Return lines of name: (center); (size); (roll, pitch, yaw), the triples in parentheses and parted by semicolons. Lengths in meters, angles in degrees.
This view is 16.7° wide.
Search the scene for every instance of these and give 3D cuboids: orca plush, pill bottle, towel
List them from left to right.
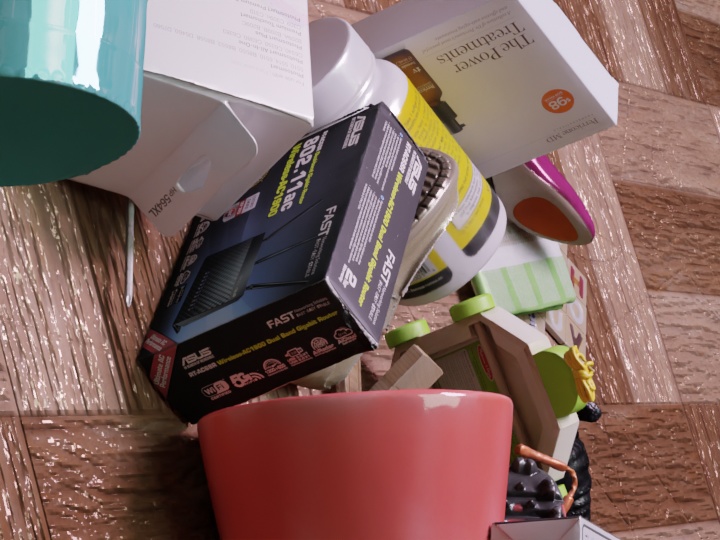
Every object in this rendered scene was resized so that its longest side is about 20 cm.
pill bottle: (0.009, -0.079, 1.770); (0.200, 0.114, 0.115); (51, 32, -30)
towel: (0.102, -0.057, 2.008); (0.149, 0.031, 0.201); (-8, 77, -56)
orca plush: (0.156, 0.131, 1.928); (0.105, 0.071, 0.201); (-14, 83, -63)

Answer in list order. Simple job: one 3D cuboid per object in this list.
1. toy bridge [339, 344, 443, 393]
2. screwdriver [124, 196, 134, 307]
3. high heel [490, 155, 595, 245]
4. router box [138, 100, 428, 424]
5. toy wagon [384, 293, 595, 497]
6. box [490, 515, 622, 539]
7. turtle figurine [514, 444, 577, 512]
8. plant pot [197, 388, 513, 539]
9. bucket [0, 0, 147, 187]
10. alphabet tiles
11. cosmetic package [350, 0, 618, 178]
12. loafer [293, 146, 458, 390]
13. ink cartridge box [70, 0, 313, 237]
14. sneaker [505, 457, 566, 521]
toy bridge: (0.025, 0.084, 1.674); (0.027, 0.067, 0.200); (45, 1, -37)
screwdriver: (-0.143, -0.062, 1.567); (0.028, 0.029, 0.201); (38, 34, -44)
high heel: (0.128, -0.106, 1.982); (0.200, 0.067, 0.096); (42, 50, -28)
router box: (-0.047, -0.007, 1.576); (0.062, 0.149, 0.200); (52, 31, -26)
toy wagon: (0.098, 0.095, 1.712); (0.039, 0.200, 0.156); (-18, 86, -45)
box: (0.146, 0.230, 1.519); (0.200, 0.060, 0.117); (32, 56, -58)
turtle figurine: (0.049, 0.200, 1.653); (0.064, 0.199, 0.162); (176, -88, -76)
plant pot: (0.002, 0.172, 1.507); (0.200, 0.200, 0.178); (13, 71, -58)
bucket: (-0.208, -0.136, 1.330); (0.207, 0.207, 0.135); (23, 59, -54)
alphabet tiles: (0.138, -0.013, 2.073); (0.200, 0.008, 0.168); (46, 34, -35)
cosmetic package: (0.069, -0.136, 1.826); (0.151, 0.199, 0.052); (45, 36, -36)
loafer: (0.000, 0.000, 1.684); (0.200, 0.076, 0.068); (-50, 145, -16)
ink cartridge box: (-0.115, -0.137, 1.533); (0.125, 0.129, 0.201); (16, 53, -28)
sneaker: (0.097, 0.226, 1.595); (0.098, 0.071, 0.201); (89, 4, -67)
